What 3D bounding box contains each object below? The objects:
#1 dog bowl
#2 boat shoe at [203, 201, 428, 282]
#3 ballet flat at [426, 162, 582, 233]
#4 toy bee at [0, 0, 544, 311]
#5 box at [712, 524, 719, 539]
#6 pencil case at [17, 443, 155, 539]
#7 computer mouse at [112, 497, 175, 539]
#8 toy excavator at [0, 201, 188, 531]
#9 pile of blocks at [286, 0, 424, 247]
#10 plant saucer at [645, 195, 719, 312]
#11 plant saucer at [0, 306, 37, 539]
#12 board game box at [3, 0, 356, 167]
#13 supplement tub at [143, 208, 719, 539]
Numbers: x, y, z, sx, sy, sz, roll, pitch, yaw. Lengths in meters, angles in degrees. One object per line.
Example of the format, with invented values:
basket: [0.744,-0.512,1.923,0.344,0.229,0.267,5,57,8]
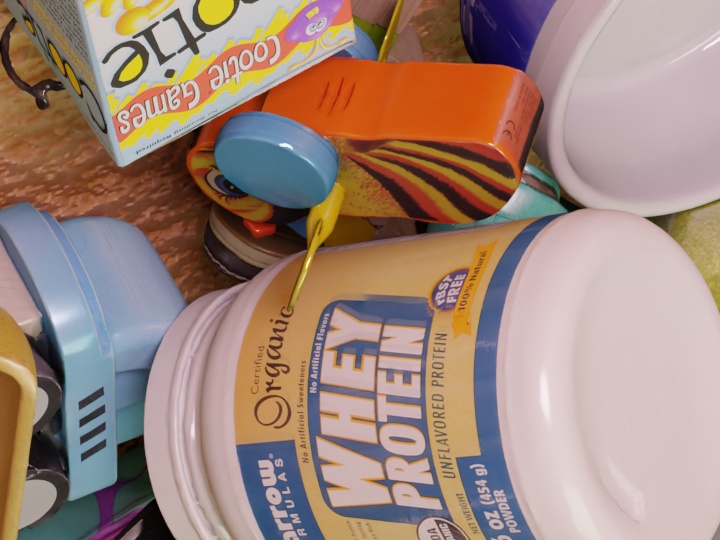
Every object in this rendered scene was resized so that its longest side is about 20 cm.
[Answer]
dog bowl: [0.142,-0.119,1.088,0.200,0.079,0.200,-23,147,-16]
boat shoe: [0.000,0.000,1.224,0.200,0.073,0.065,3,127,-48]
ballet flat: [0.065,-0.009,1.179,0.071,0.067,0.200,-63,166,2]
toy bee: [-0.021,-0.054,1.028,0.131,0.200,0.109,-50,151,-17]
box: [0.109,0.167,1.252,0.158,0.048,0.200,-49,133,-13]
pencil case: [-0.122,0.134,1.272,0.200,0.085,0.092,-32,169,-10]
computer mouse: [-0.115,0.137,1.172,0.140,0.046,0.200,4,141,-41]
toy excavator: [-0.093,0.037,1.136,0.199,0.100,0.195,-20,146,-17]
pile of blocks: [-0.011,-0.078,1.101,0.082,0.062,0.201,1,122,-8]
plant saucer: [0.205,-0.064,1.215,0.199,0.200,0.048,-19,122,7]
plant saucer: [-0.209,0.048,1.006,0.200,0.199,0.049,106,10,-47]
board game box: [-0.076,-0.149,0.908,0.103,0.105,0.200,-29,150,-14]
supplement tub: [0.030,0.057,1.040,0.199,0.145,0.144,-8,168,36]
